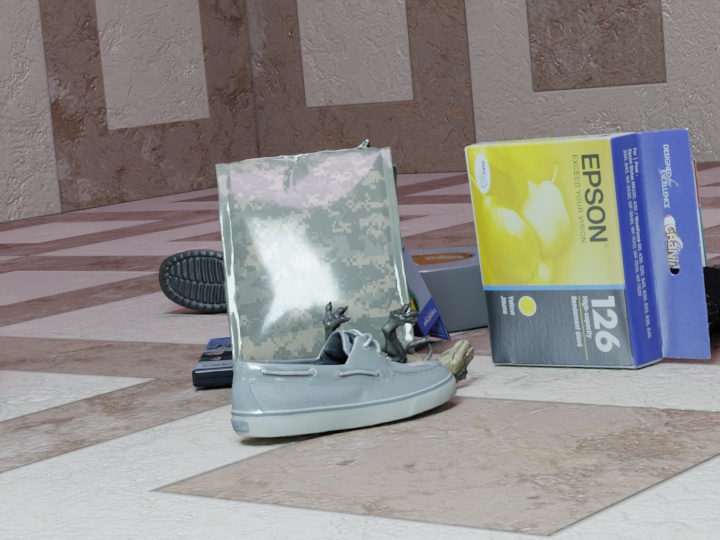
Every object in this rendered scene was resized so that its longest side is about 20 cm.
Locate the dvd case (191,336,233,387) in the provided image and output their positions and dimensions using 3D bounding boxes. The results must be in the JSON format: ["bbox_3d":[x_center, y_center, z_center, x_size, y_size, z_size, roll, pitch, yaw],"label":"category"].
[{"bbox_3d":[-0.081,0.081,1.749,0.141,0.018,0.200,-4,6,0],"label":"dvd case"}]

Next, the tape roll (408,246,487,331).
[{"bbox_3d":[0.072,0.020,1.945,0.198,0.067,0.200,-5,7,1],"label":"tape roll"}]

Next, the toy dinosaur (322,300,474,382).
[{"bbox_3d":[0.007,0.070,1.509,0.198,0.089,0.048,-8,31,-15],"label":"toy dinosaur"}]

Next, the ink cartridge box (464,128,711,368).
[{"bbox_3d":[0.192,-0.016,1.579,0.198,0.200,0.047,-1,10,37],"label":"ink cartridge box"}]

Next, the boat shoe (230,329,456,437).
[{"bbox_3d":[-0.010,0.083,1.440,0.199,0.072,0.070,-7,6,-31],"label":"boat shoe"}]

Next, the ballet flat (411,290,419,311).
[{"bbox_3d":[-0.033,0.039,1.753,0.199,0.067,0.067,3,33,44],"label":"ballet flat"}]

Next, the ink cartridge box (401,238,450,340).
[{"bbox_3d":[0.000,0.000,1.775,0.118,0.201,0.042,7,50,40],"label":"ink cartridge box"}]

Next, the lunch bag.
[{"bbox_3d":[-0.040,-0.008,1.620,0.162,0.202,0.118,-6,-15,0],"label":"lunch bag"}]

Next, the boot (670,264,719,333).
[{"bbox_3d":[0.262,0.029,1.700,0.202,0.074,0.153,6,10,41],"label":"boot"}]

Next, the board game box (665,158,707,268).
[{"bbox_3d":[0.234,-0.022,1.792,0.197,0.155,0.040,-4,-16,4],"label":"board game box"}]

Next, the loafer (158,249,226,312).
[{"bbox_3d":[-0.140,0.014,2.192,0.197,0.074,0.071,3,1,2],"label":"loafer"}]
